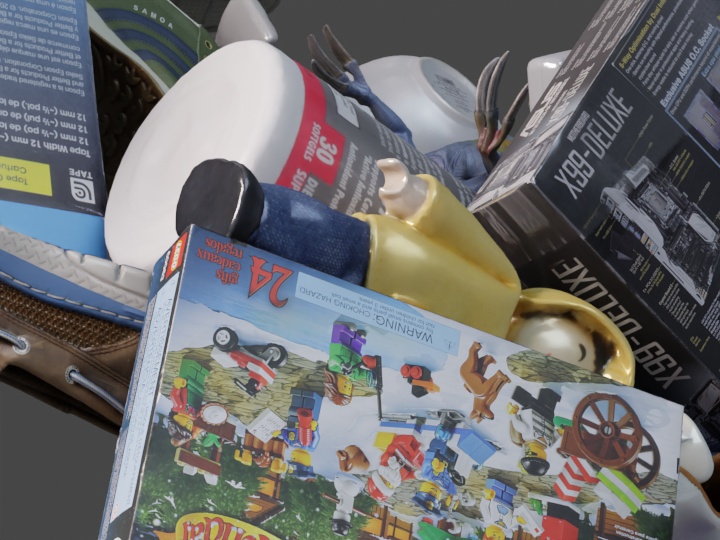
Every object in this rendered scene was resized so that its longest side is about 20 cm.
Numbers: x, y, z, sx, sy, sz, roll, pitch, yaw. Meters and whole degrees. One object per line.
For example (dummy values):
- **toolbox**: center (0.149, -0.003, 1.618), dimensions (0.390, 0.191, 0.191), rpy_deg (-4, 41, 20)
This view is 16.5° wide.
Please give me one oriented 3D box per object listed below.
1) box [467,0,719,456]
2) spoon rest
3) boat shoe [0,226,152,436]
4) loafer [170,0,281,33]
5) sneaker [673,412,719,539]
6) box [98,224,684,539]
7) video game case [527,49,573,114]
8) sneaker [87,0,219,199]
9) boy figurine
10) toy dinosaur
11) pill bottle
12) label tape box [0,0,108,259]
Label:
- **box**: center (0.151, -0.040, 1.071), dimensions (0.158, 0.050, 0.200), rpy_deg (44, 53, -15)
- **spoon rest**: center (0.000, -0.083, 1.256), dimensions (0.200, 0.061, 0.100), rpy_deg (19, 32, -44)
- **boat shoe**: center (-0.154, 0.018, 0.931), dimensions (0.199, 0.073, 0.072), rpy_deg (15, -11, -15)
- **loafer**: center (-0.130, -0.166, 1.244), dimensions (0.199, 0.072, 0.063), rpy_deg (2, 34, -34)
- **sneaker**: center (0.078, 0.081, 0.951), dimensions (0.199, 0.085, 0.073), rpy_deg (14, 21, -43)
- **box**: center (0.014, 0.081, 0.853), dimensions (0.199, 0.038, 0.137), rpy_deg (20, 58, -19)
- **video game case**: center (0.146, -0.022, 1.185), dimensions (0.023, 0.183, 0.200), rpy_deg (4, 13, 38)
- **sneaker**: center (-0.089, -0.082, 1.153), dimensions (0.090, 0.067, 0.200), rpy_deg (-9, 47, -42)
- **boy figurine**: center (0.017, 0.025, 0.959), dimensions (0.199, 0.125, 0.064), rpy_deg (21, -10, -28)
- **toy dinosaur**: center (0.059, -0.039, 1.173), dimensions (0.181, 0.105, 0.201), rpy_deg (-40, 109, -32)
- **pill bottle**: center (0.000, 0.000, 1.046), dimensions (0.200, 0.111, 0.111), rpy_deg (34, 26, -29)
- **label tape box**: center (-0.186, -0.071, 1.046), dimensions (0.143, 0.066, 0.201), rpy_deg (9, 61, -32)
